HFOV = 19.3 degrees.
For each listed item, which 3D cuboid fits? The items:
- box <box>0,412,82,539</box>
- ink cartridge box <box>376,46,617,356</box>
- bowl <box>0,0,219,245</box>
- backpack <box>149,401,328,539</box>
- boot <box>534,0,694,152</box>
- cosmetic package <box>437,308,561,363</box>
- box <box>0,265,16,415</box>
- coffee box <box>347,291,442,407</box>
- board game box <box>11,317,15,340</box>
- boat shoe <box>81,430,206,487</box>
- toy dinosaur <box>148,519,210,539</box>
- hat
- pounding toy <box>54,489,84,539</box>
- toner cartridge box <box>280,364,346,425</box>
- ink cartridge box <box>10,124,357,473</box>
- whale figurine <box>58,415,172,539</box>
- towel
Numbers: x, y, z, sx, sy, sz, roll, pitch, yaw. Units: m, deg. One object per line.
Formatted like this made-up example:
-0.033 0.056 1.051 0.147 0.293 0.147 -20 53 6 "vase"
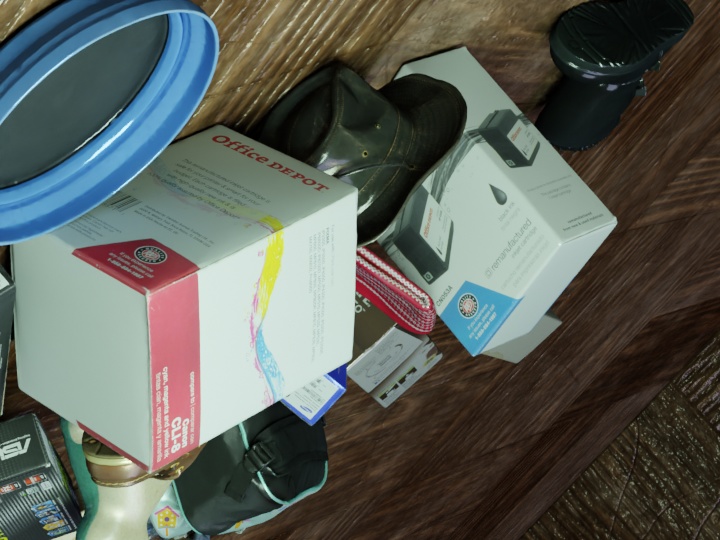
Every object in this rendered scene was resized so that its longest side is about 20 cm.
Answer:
-0.303 0.180 1.613 0.159 0.044 0.200 -19 160 -7 "box"
0.087 -0.057 1.715 0.084 0.200 0.145 -20 154 -46 "ink cartridge box"
-0.176 -0.099 1.302 0.200 0.039 0.201 -38 163 -14 "bowl"
-0.113 0.130 1.779 0.153 0.177 0.200 -25 174 21 "backpack"
0.207 -0.172 1.929 0.198 0.073 0.163 -25 160 -45 "boot"
0.133 0.032 2.206 0.073 0.104 0.200 -43 162 8 "cosmetic package"
-0.327 0.090 1.419 0.198 0.050 0.200 -32 162 -27 "box"
-0.002 0.044 1.918 0.080 0.113 0.200 -42 164 0 "coffee box"
-0.173 -0.013 1.550 0.200 0.023 0.105 -21 151 -48 "board game box"
-0.140 0.118 1.502 0.200 0.072 0.068 -46 139 -69 "boat shoe"
-0.163 0.255 2.066 0.200 0.105 0.181 -55 -178 4 "toy dinosaur"
-0.023 -0.095 1.560 0.200 0.081 0.201 -28 -150 19 "hat"
-0.278 0.305 1.859 0.184 0.200 0.142 -40 -169 -5 "pounding toy"
-0.058 0.041 1.669 0.043 0.095 0.200 -45 -167 14 "toner cartridge box"
-0.117 0.013 1.449 0.200 0.145 0.145 -27 131 -39 "ink cartridge box"
-0.190 0.125 1.620 0.159 0.103 0.201 18 80 -61 "whale figurine"
0.000 0.000 1.709 0.023 0.144 0.200 -54 175 -4 "towel"
